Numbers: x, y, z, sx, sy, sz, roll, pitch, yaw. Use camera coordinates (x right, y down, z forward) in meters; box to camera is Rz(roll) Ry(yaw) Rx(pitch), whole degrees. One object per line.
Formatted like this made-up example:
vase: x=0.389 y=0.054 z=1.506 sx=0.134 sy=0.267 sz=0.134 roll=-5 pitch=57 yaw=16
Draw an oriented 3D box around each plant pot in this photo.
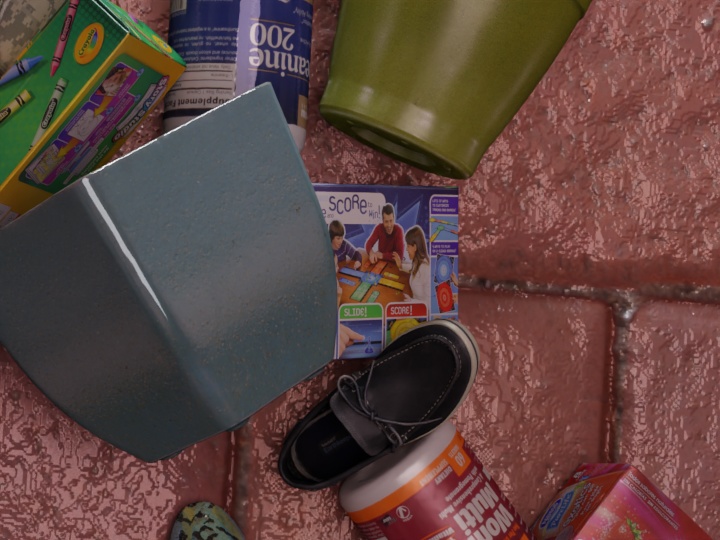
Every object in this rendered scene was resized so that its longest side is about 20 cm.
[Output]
plant pot: x=0.062 y=-0.182 z=1.695 sx=0.200 sy=0.200 sz=0.193 roll=26 pitch=85 yaw=-14
plant pot: x=-0.132 y=0.017 z=1.552 sx=0.196 sy=0.196 sz=0.200 roll=-32 pitch=93 yaw=-42

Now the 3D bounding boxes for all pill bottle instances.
pill bottle: x=-0.094 y=-0.143 z=1.688 sx=0.111 sy=0.111 sz=0.201 roll=4 pitch=86 yaw=-17
pill bottle: x=0.081 y=0.223 z=1.722 sx=0.110 sy=0.110 sz=0.200 roll=-39 pitch=98 yaw=-16

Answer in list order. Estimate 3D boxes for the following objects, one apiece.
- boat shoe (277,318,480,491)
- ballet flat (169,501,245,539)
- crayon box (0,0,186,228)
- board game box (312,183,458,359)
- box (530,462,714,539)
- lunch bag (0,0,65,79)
boat shoe: x=0.012 y=0.108 z=1.672 sx=0.075 sy=0.200 sz=0.062 roll=54 pitch=29 yaw=3
ballet flat: x=-0.101 y=0.277 z=1.683 sx=0.074 sy=0.074 sz=0.201 roll=-11 pitch=90 yaw=-18
crayon box: x=-0.227 y=-0.104 z=1.606 sx=0.058 sy=0.119 sz=0.200 roll=42 pitch=95 yaw=16
board game box: x=0.000 y=0.000 z=1.697 sx=0.200 sy=0.034 sz=0.136 roll=0 pitch=91 yaw=-47
box: x=0.240 y=0.252 z=1.775 sx=0.200 sy=0.100 sz=0.096 roll=43 pitch=76 yaw=-10
lunch bag: x=-0.266 y=-0.236 z=1.633 sx=0.168 sy=0.139 sz=0.200 roll=35 pitch=78 yaw=-31
